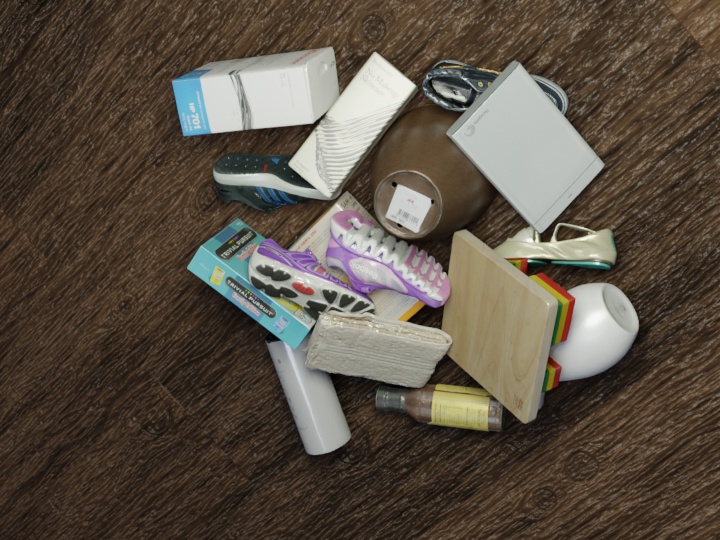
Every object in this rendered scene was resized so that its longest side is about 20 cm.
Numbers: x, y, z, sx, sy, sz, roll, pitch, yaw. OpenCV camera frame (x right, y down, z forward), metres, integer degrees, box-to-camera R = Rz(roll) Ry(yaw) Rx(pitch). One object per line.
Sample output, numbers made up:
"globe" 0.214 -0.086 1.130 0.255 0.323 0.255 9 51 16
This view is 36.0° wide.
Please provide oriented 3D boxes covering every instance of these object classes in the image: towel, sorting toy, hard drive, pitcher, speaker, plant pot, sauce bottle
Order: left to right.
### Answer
"speaker" -0.082 0.186 1.744 0.080 0.081 0.202 -14 104 20
"towel" 0.021 0.116 1.626 0.198 0.035 0.133 12 143 -11
"plant pot" 0.087 -0.115 1.523 0.185 0.200 0.189 5 111 14
"sauce bottle" 0.123 0.205 1.700 0.198 0.065 0.065 6 110 17
"sorting toy" 0.204 0.069 1.532 0.199 0.069 0.202 41 138 42
"hard drive" 0.226 -0.164 1.499 0.132 0.027 0.200 -46 114 1
"pitcher" 0.283 0.082 1.590 0.200 0.121 0.172 -38 80 35

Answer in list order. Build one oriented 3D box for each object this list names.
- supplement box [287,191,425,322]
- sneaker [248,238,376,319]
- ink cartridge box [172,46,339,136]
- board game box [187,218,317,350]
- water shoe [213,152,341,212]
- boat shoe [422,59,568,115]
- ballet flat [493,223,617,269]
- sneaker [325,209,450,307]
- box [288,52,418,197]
"supplement box" 0.000 0.000 1.658 0.200 0.074 0.126 47 114 -5
"sneaker" -0.063 0.011 1.598 0.199 0.084 0.081 28 136 -14
"ink cartridge box" -0.144 -0.255 1.572 0.198 0.147 0.087 -2 110 17
"board game box" -0.142 0.017 1.664 0.199 0.151 0.047 37 114 1
"water shoe" -0.122 -0.128 1.665 0.198 0.072 0.079 11 139 10
"boat shoe" 0.182 -0.235 1.513 0.198 0.091 0.072 15 112 11
"ballet flat" 0.267 -0.034 1.576 0.198 0.069 0.070 0 109 25
"sneaker" 0.032 -0.001 1.572 0.199 0.081 0.089 32 119 7
"box" -0.009 -0.204 1.565 0.082 0.068 0.201 38 98 2
